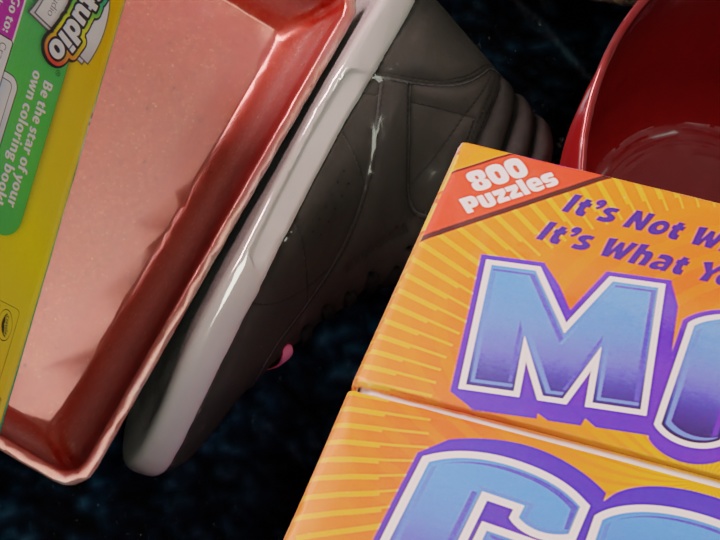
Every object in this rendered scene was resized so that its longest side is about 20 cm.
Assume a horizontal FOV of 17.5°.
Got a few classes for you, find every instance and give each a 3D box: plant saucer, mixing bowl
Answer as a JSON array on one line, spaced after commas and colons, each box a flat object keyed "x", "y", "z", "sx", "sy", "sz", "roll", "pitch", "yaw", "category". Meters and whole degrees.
[{"x": -0.132, "y": -0.059, "z": 0.775, "sx": 0.199, "sy": 0.037, "sz": 0.200, "roll": 31, "pitch": 72, "yaw": -5, "category": "plant saucer"}, {"x": 0.144, "y": -0.013, "z": 0.841, "sx": 0.199, "sy": 0.108, "sz": 0.201, "roll": 4, "pitch": 78, "yaw": -21, "category": "mixing bowl"}]

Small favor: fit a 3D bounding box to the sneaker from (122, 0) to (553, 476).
[{"x": 0.000, "y": 0.000, "z": 0.806, "sx": 0.099, "sy": 0.071, "sz": 0.200, "roll": 35, "pitch": 72, "yaw": -16, "category": "sneaker"}]

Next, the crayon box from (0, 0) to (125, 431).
[{"x": -0.142, "y": -0.056, "z": 0.693, "sx": 0.119, "sy": 0.058, "sz": 0.201, "roll": 30, "pitch": 66, "yaw": -42, "category": "crayon box"}]

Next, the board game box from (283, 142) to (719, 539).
[{"x": 0.090, "y": 0.120, "z": 0.681, "sx": 0.199, "sy": 0.200, "sz": 0.200, "roll": 14, "pitch": 51, "yaw": 13, "category": "board game box"}]

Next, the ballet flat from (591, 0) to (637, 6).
[{"x": 0.024, "y": -0.139, "z": 0.831, "sx": 0.199, "sy": 0.069, "sz": 0.071, "roll": 14, "pitch": 46, "yaw": -15, "category": "ballet flat"}]
